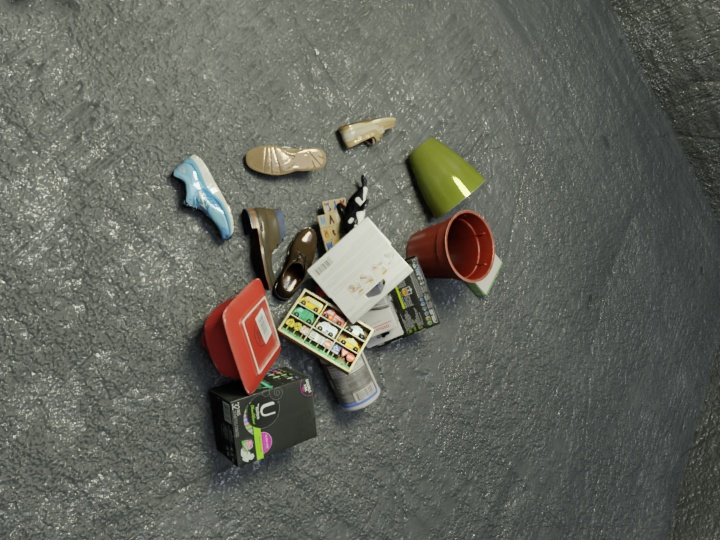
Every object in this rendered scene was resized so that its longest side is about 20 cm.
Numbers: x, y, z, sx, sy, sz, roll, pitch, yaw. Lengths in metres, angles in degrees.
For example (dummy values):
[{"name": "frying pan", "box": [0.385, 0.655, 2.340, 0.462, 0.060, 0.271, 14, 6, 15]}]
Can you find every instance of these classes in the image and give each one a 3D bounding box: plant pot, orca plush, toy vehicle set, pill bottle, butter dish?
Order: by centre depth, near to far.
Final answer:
[{"name": "butter dish", "box": [-0.280, 0.145, 1.142, 0.200, 0.147, 0.201, -59, 138, -64]}, {"name": "toy vehicle set", "box": [-0.083, 0.146, 1.243, 0.199, 0.027, 0.125, 30, 65, 3]}, {"name": "pill bottle", "box": [-0.036, 0.243, 1.320, 0.113, 0.114, 0.201, -30, 102, -34]}, {"name": "orca plush", "box": [-0.024, -0.176, 1.377, 0.071, 0.105, 0.201, 21, 63, -12]}, {"name": "plant pot", "box": [0.250, -0.057, 1.508, 0.200, 0.195, 0.202, 5, 82, -35]}, {"name": "plant pot", "box": [0.238, -0.291, 1.555, 0.187, 0.187, 0.200, -41, 93, -31]}]

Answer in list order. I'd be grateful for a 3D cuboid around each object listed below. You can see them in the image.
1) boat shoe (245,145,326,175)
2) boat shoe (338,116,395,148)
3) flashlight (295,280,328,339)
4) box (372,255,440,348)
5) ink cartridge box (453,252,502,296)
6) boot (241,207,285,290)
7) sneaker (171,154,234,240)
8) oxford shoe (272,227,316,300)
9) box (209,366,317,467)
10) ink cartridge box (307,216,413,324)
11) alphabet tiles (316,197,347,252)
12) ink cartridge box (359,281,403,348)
[{"name": "boat shoe", "box": [-0.188, -0.275, 1.298, 0.199, 0.065, 0.072, -7, 98, -17]}, {"name": "boat shoe", "box": [0.024, -0.389, 1.465, 0.199, 0.074, 0.070, -23, 110, -34]}, {"name": "flashlight", "box": [-0.119, 0.086, 1.310, 0.068, 0.068, 0.201, 17, 69, 5]}, {"name": "box", "box": [0.096, 0.086, 1.416, 0.192, 0.048, 0.201, -22, 99, 2]}, {"name": "ink cartridge box", "box": [0.370, -0.034, 1.683, 0.200, 0.048, 0.146, 46, 61, -23]}, {"name": "boot", "box": [-0.214, -0.058, 1.249, 0.096, 0.075, 0.201, -15, 92, -33]}, {"name": "sneaker", "box": [-0.355, -0.154, 1.173, 0.090, 0.078, 0.201, -31, 100, -14]}, {"name": "oxford shoe", "box": [-0.148, -0.022, 1.283, 0.072, 0.084, 0.201, 25, 67, -18]}, {"name": "box", "box": [-0.216, 0.321, 1.166, 0.199, 0.124, 0.150, -10, 99, -37]}, {"name": "ink cartridge box", "box": [0.000, 0.000, 1.258, 0.200, 0.044, 0.174, -41, 84, 1]}, {"name": "alphabet tiles", "box": [-0.046, -0.092, 1.385, 0.166, 0.006, 0.201, -21, 97, -53]}, {"name": "ink cartridge box", "box": [0.025, 0.107, 1.357, 0.115, 0.068, 0.201, -23, 99, 10]}]
